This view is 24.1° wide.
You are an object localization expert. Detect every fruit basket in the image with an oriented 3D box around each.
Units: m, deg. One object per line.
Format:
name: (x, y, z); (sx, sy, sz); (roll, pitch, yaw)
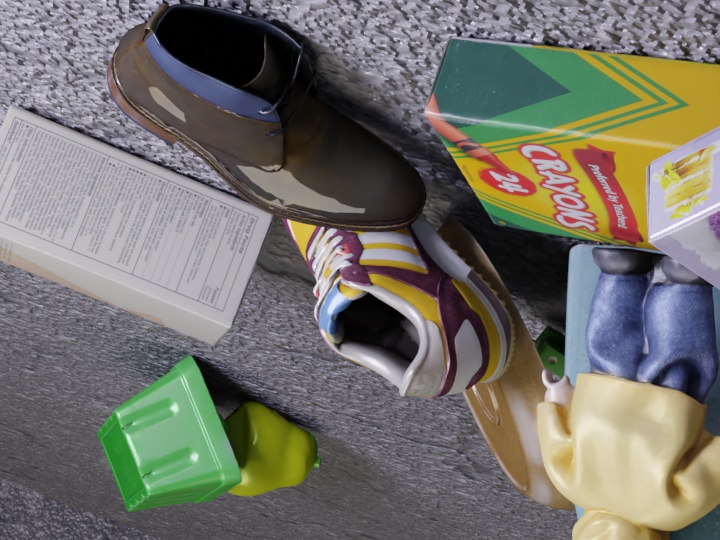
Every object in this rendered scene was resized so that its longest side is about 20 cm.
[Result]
fruit basket: (-0.149, 0.169, 1.722); (0.215, 0.156, 0.216); (-23, 173, -3)

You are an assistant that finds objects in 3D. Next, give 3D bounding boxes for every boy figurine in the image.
boy figurine: (0.152, 0.090, 0.892); (0.124, 0.201, 0.064); (6, -179, 26)

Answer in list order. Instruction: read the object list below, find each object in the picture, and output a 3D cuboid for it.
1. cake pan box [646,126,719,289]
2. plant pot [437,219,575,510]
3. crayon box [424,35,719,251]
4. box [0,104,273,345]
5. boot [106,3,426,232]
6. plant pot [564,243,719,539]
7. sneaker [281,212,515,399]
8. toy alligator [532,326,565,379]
cake pan box: (0.258, -0.023, 0.750); (0.200, 0.052, 0.184); (31, 142, -33)
plant pot: (0.084, 0.064, 1.077); (0.027, 0.201, 0.200); (-22, 162, -7)
crayon box: (0.145, -0.057, 0.851); (0.199, 0.051, 0.127); (9, 159, 27)
box: (-0.172, -0.029, 1.190); (0.199, 0.095, 0.078); (24, 162, -8)
boot: (-0.045, -0.082, 0.938); (0.199, 0.075, 0.097); (24, 164, -8)
plant pot: (0.218, 0.118, 0.999); (0.195, 0.201, 0.196); (5, 158, 19)
sneaker: (0.000, 0.000, 1.002); (0.090, 0.075, 0.200); (-12, -139, -42)
toy alligator: (0.161, 0.072, 1.210); (0.200, 0.059, 0.054); (35, -163, -4)
